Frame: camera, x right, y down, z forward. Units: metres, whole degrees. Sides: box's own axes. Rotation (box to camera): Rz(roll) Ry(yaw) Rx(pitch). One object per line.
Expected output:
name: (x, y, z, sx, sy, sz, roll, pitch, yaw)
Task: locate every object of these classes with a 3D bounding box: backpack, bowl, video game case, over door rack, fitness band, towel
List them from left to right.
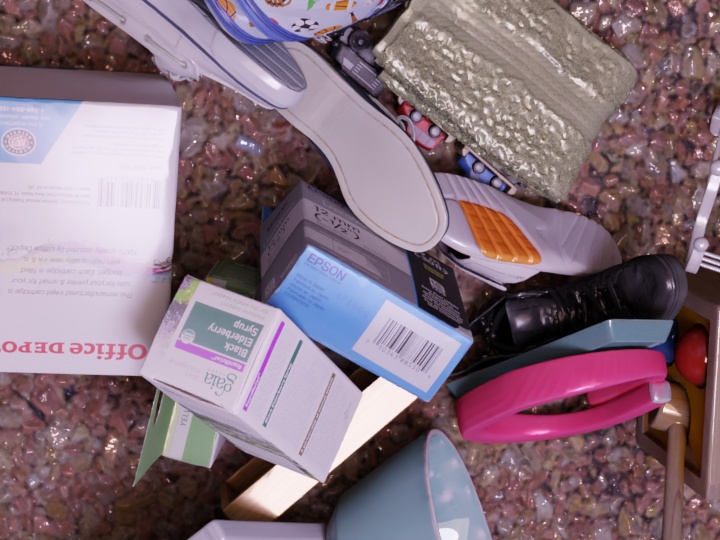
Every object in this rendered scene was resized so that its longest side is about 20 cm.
video game case: (-0.129, 0.251, 1.283, 0.182, 0.200, 0.022, -39, 69, 13)
backpack: (-0.049, -0.252, 1.204, 0.154, 0.190, 0.200, -31, 93, 20)
bowl: (0.041, 0.238, 1.338, 0.105, 0.201, 0.201, -19, 105, 12)
towel: (0.116, -0.161, 1.322, 0.200, 0.036, 0.149, 37, 75, -15)
fitness band: (0.159, 0.103, 1.325, 0.143, 0.200, 0.038, -3, 73, -23)
over door rack: (0.339, -0.059, 1.311, 0.147, 0.200, 0.067, 19, 137, 3)

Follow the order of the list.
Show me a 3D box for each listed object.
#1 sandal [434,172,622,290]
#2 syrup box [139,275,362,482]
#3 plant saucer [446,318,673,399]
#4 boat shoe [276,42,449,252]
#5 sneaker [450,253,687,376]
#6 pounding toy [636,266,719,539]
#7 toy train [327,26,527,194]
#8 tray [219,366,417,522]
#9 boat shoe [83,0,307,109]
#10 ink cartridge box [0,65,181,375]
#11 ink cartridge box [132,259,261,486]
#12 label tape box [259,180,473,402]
sandal: (0.118, -0.017, 1.341, 0.206, 0.079, 0.059, 15, 135, -30)
syrup box: (-0.073, 0.081, 1.199, 0.079, 0.200, 0.082, 18, 75, 23)
plant saucer: (0.154, 0.072, 1.312, 0.070, 0.200, 0.019, 2, 73, -36)
boat shoe: (0.001, -0.094, 1.277, 0.200, 0.062, 0.075, 44, 106, 16)
sneaker: (0.159, 0.038, 1.327, 0.104, 0.200, 0.060, -6, 76, -35)
pounding toy: (0.285, 0.111, 1.351, 0.142, 0.184, 0.201, 0, 101, -11)
toy train: (0.054, -0.121, 1.337, 0.200, 0.034, 0.046, 38, 94, -16)
tray: (-0.024, 0.129, 1.334, 0.200, 0.099, 0.037, -39, 97, -2)
boat shoe: (-0.129, -0.177, 1.260, 0.200, 0.074, 0.067, 42, 117, 10)
ink cartridge box: (-0.214, -0.038, 1.234, 0.146, 0.146, 0.201, 2, 105, -12)
ink cartridge box: (-0.116, 0.076, 1.255, 0.048, 0.200, 0.146, 15, 98, -1)
label tape box: (0.000, 0.000, 1.259, 0.143, 0.200, 0.066, 30, 110, -15)
